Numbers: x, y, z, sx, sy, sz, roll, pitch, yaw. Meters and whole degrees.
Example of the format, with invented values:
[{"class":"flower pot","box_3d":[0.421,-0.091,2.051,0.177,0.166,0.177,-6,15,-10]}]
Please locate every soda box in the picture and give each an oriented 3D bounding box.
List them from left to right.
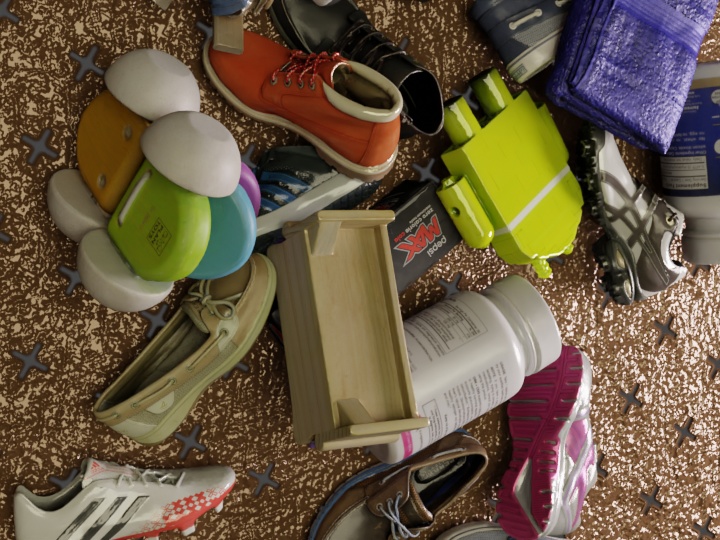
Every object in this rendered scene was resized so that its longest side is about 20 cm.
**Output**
[{"class":"soda box","box_3d":[0.000,0.000,1.170,0.200,0.063,0.071,-40,108,-14]}]

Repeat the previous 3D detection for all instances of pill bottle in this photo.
[{"class":"pill bottle","box_3d":[0.084,0.089,1.185,0.199,0.113,0.114,-27,105,-17]},{"class":"pill bottle","box_3d":[0.368,-0.113,1.278,0.119,0.120,0.201,-11,100,-21]}]

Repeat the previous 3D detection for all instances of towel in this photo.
[{"class":"towel","box_3d":[0.266,-0.228,1.181,0.147,0.050,0.201,23,82,-19]}]

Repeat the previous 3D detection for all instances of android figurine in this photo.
[{"class":"android figurine","box_3d":[0.147,-0.089,1.200,0.182,0.041,0.201,-45,110,-38]}]

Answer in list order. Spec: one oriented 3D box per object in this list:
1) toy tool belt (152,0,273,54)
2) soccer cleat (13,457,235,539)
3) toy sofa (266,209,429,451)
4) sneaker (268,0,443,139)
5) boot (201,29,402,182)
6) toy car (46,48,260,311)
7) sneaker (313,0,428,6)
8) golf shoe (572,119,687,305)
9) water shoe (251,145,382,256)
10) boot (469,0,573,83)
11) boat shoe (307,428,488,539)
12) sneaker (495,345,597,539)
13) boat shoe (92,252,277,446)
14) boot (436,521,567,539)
[{"class":"toy tool belt","box_3d":[-0.153,-0.283,1.048,0.200,0.125,0.123,36,73,-21]},{"class":"soccer cleat","box_3d":[-0.208,0.199,1.104,0.199,0.069,0.086,-17,106,-15]},{"class":"toy sofa","box_3d":[-0.013,0.052,1.082,0.082,0.097,0.201,-2,76,-32]},{"class":"sneaker","box_3d":[0.001,-0.203,1.126,0.075,0.106,0.200,-47,110,-11]},{"class":"boot","box_3d":[-0.049,-0.166,1.085,0.199,0.107,0.075,30,66,6]},{"class":"toy car","box_3d":[-0.155,-0.068,1.037,0.149,0.200,0.175,12,122,-42]},{"class":"sneaker","box_3d":[0.035,-0.275,1.127,0.099,0.071,0.200,50,52,-19]},{"class":"golf shoe","box_3d":[0.273,-0.067,1.258,0.094,0.078,0.201,-16,112,4]},{"class":"water shoe","box_3d":[-0.078,-0.068,1.140,0.199,0.072,0.079,-27,75,-14]},{"class":"boot","box_3d":[0.203,-0.268,1.225,0.200,0.073,0.091,-34,88,-27]},{"class":"boat shoe","box_3d":[0.037,0.220,1.201,0.200,0.072,0.072,-39,108,-15]},{"class":"sneaker","box_3d":[0.198,0.177,1.265,0.088,0.081,0.201,24,77,-46]},{"class":"boat shoe","box_3d":[-0.152,0.062,1.094,0.201,0.073,0.063,-49,134,4]},{"class":"boot","box_3d":[0.172,0.300,1.247,0.199,0.090,0.073,7,93,-23]}]
